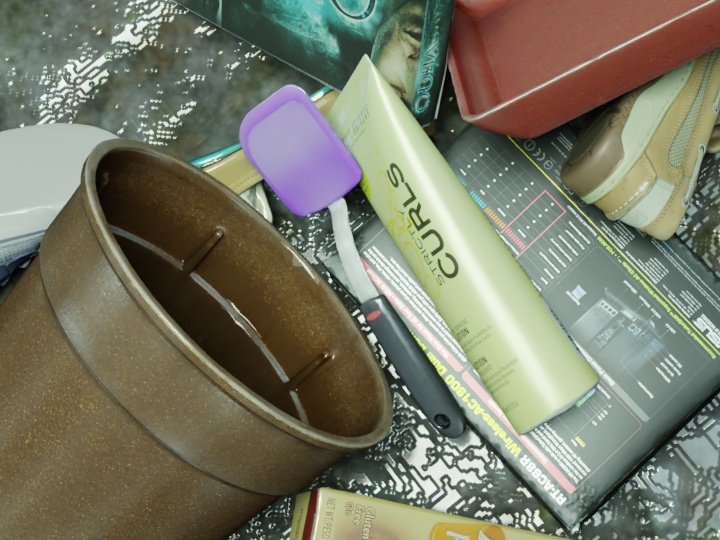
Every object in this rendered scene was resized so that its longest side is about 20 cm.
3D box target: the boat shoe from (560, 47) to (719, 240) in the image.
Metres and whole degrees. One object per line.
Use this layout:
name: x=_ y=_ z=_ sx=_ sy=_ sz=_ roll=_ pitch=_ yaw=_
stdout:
boat shoe: x=0.175 y=-0.093 z=0.829 sx=0.076 sy=0.072 sz=0.200 roll=37 pitch=59 yaw=-7

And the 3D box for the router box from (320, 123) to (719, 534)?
router box: x=0.099 y=0.019 z=0.842 sx=0.150 sy=0.062 sz=0.200 roll=-43 pitch=80 yaw=-2

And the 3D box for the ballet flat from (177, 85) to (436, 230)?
ballet flat: x=-0.048 y=-0.055 z=0.868 sx=0.199 sy=0.069 sz=0.063 roll=-29 pitch=94 yaw=2

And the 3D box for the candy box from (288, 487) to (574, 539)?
candy box: x=0.056 y=0.187 z=0.789 sx=0.199 sy=0.055 sz=0.116 roll=13 pitch=76 yaw=-12

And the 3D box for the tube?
tube: x=0.045 y=-0.011 z=0.790 sx=0.058 sy=0.052 sz=0.201 roll=-36 pitch=83 yaw=23

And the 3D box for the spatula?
spatula: x=0.000 y=0.000 z=0.805 sx=0.056 sy=0.021 sz=0.201 roll=-29 pitch=89 yaw=37

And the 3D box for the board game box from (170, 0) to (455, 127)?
board game box: x=-0.029 y=-0.174 z=0.823 sx=0.200 sy=0.028 sz=0.136 roll=32 pitch=129 yaw=35

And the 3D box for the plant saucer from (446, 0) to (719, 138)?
plant saucer: x=0.139 y=-0.147 z=0.807 sx=0.199 sy=0.200 sz=0.037 roll=-26 pitch=117 yaw=11

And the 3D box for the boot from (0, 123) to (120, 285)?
boot: x=-0.222 y=-0.012 z=0.881 sx=0.199 sy=0.091 sz=0.073 roll=-22 pitch=54 yaw=-24

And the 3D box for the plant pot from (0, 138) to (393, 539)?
plant pot: x=-0.121 y=0.073 z=0.787 sx=0.198 sy=0.200 sz=0.200 roll=-44 pitch=79 yaw=18
